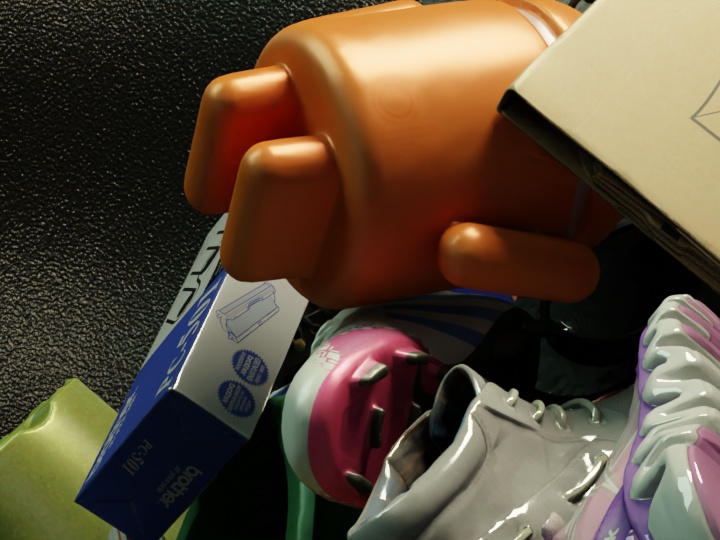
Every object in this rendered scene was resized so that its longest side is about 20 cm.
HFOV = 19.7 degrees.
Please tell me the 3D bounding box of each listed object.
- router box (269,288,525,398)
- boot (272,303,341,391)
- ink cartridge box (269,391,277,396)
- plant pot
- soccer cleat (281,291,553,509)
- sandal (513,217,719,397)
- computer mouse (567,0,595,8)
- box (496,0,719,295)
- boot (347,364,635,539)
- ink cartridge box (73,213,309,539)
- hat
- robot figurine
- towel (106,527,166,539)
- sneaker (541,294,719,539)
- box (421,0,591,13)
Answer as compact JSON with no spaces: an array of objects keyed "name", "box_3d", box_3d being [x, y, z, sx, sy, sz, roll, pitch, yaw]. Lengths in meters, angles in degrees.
[{"name":"router box","box_3d":[0.072,0.029,1.090,0.179,0.049,0.200,-20,-11,-46]},{"name":"boot","box_3d":[0.000,0.000,1.056,0.138,0.078,0.200,-30,-20,-14]},{"name":"ink cartridge box","box_3d":[0.028,0.062,1.257,0.200,0.099,0.039,-41,43,6]},{"name":"plant pot","box_3d":[-0.172,0.179,1.335,0.200,0.184,0.200,-43,4,4]},{"name":"soccer cleat","box_3d":[0.005,0.049,0.833,0.086,0.071,0.200,9,10,27]},{"name":"sandal","box_3d":[0.121,0.004,0.874,0.048,0.076,0.200,5,-18,-37]},{"name":"computer mouse","box_3d":[0.148,-0.054,0.931,0.052,0.202,0.138,-13,20,-41]},{"name":"box","box_3d":[0.173,-0.075,0.808,0.200,0.163,0.021,-44,-13,-27]},{"name":"boot","box_3d":[0.072,0.065,0.766,0.073,0.096,0.200,-38,6,42]},{"name":"ink cartridge box","box_3d":[-0.062,0.027,0.963,0.094,0.044,0.201,-48,13,39]},{"name":"hat","box_3d":[0.020,0.152,0.919,0.201,0.175,0.166,-60,24,28]},{"name":"robot figurine","box_3d":[0.031,-0.048,0.839,0.199,0.118,0.144,-11,12,-27]},{"name":"towel","box_3d":[-0.128,0.219,0.912,0.191,0.032,0.202,-142,70,-86]},{"name":"sneaker","box_3d":[0.094,0.075,0.630,0.089,0.080,0.200,-49,2,20]},{"name":"box","box_3d":[0.167,-0.149,1.077,0.198,0.173,0.200,-8,-17,-34]}]
